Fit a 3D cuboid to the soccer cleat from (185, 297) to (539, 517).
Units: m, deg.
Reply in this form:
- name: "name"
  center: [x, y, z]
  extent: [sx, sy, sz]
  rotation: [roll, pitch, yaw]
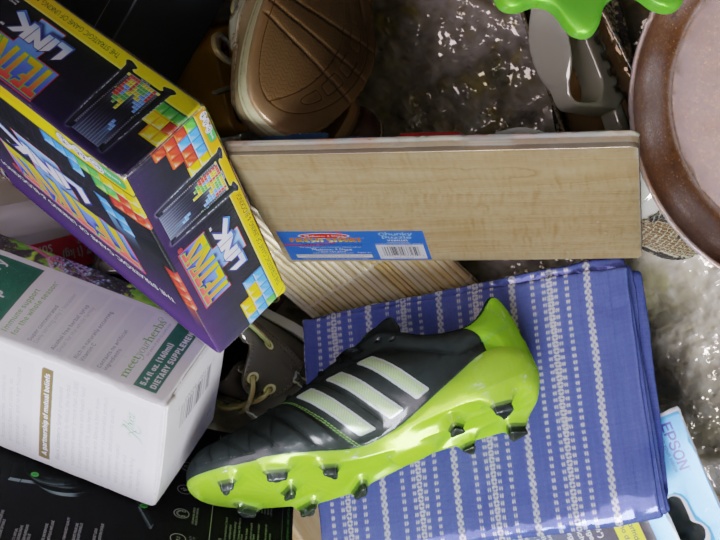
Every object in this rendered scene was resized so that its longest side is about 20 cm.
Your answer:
- name: "soccer cleat"
  center: [-0.001, 0.075, 0.881]
  extent: [0.199, 0.068, 0.081]
  rotation: [-18, 55, 5]

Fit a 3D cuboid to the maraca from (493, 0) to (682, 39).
- name: "maraca"
  center: [0.094, -0.206, 0.795]
  extent: [0.136, 0.107, 0.201]
  rotation: [-18, 73, -7]

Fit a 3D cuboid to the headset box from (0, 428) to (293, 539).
- name: "headset box"
  center: [-0.142, 0.160, 0.899]
  extent: [0.199, 0.174, 0.093]
  rotation: [12, 115, -8]

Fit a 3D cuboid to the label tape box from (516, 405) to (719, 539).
- name: "label tape box"
  center: [0.129, 0.164, 0.948]
  extent: [0.199, 0.066, 0.144]
  rotation: [-23, 96, 27]

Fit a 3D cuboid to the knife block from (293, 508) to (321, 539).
- name: "knife block"
  center: [0.004, 0.212, 1.011]
  extent: [0.175, 0.064, 0.201]
  rotation: [12, 112, 35]

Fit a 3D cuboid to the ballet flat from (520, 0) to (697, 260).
- name: "ballet flat"
  center: [0.124, -0.088, 0.856]
  extent: [0.068, 0.075, 0.201]
  rotation: [-21, 97, 30]

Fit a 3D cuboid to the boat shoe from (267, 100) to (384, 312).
- name: "boat shoe"
  center: [-0.043, -0.025, 0.973]
  extent: [0.070, 0.071, 0.200]
  rotation: [33, 130, -17]

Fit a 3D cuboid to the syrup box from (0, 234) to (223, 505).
- name: "syrup box"
  center: [-0.182, 0.044, 0.894]
  extent: [0.199, 0.079, 0.082]
  rotation: [21, 129, 11]

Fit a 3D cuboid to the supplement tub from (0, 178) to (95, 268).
- name: "supplement tub"
  center: [-0.193, 0.044, 1.027]
  extent: [0.140, 0.140, 0.201]
  rotation: [-3, 106, 28]

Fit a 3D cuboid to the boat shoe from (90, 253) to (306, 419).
- name: "boat shoe"
  center: [-0.078, 0.048, 0.954]
  extent: [0.072, 0.060, 0.202]
  rotation: [-33, 112, 35]

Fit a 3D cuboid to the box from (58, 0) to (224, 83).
- name: "box"
  center: [-0.121, -0.219, 0.890]
  extent: [0.141, 0.079, 0.201]
  rotation: [39, 102, 26]

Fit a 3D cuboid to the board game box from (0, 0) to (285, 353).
- name: "board game box"
  center: [-0.142, -0.066, 0.840]
  extent: [0.200, 0.057, 0.166]
  rotation: [36, 161, 30]

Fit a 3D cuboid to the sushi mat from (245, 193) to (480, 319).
- name: "sushi mat"
  center: [0.000, 0.000, 0.932]
  extent: [0.095, 0.012, 0.200]
  rotation: [-33, 119, 31]

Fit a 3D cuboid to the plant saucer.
- name: "plant saucer"
  center: [0.235, -0.085, 0.807]
  extent: [0.199, 0.034, 0.202]
  rotation: [3, 104, 14]

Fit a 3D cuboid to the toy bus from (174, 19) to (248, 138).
- name: "toy bus"
  center: [-0.148, -0.107, 0.987]
  extent: [0.199, 0.078, 0.066]
  rotation: [-4, 105, 28]

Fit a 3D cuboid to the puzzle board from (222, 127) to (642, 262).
- name: "puzzle board"
  center: [0.043, -0.038, 0.832]
  extent: [0.198, 0.151, 0.018]
  rotation: [0, 71, 10]

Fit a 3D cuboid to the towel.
- name: "towel"
  center: [0.067, 0.079, 0.902]
  extent: [0.199, 0.024, 0.146]
  rotation: [-11, 75, 18]

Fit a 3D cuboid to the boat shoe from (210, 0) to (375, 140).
- name: "boat shoe"
  center: [-0.033, -0.135, 0.864]
  extent: [0.063, 0.201, 0.073]
  rotation: [-27, 121, 37]
